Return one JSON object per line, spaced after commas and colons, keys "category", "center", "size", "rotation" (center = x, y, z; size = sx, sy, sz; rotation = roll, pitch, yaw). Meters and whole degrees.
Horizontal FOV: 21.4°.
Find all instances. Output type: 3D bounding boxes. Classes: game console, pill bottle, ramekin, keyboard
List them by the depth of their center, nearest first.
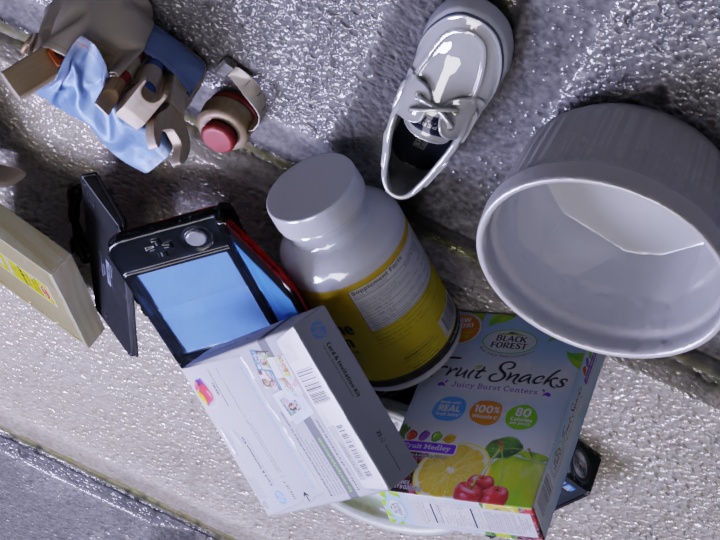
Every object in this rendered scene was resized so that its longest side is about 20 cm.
{"category": "ramekin", "center": [0.198, -0.035, 1.450], "size": [0.200, 0.105, 0.200], "rotation": [16, 143, 13]}
{"category": "pill bottle", "center": [0.000, 0.000, 1.599], "size": [0.112, 0.112, 0.200], "rotation": [-3, 135, 32]}
{"category": "game console", "center": [-0.108, 0.051, 1.649], "size": [0.172, 0.119, 0.200], "rotation": [-15, 136, 12]}
{"category": "keyboard", "center": [-0.236, -0.018, 1.745], "size": [0.127, 0.021, 0.200], "rotation": [51, 154, 29]}

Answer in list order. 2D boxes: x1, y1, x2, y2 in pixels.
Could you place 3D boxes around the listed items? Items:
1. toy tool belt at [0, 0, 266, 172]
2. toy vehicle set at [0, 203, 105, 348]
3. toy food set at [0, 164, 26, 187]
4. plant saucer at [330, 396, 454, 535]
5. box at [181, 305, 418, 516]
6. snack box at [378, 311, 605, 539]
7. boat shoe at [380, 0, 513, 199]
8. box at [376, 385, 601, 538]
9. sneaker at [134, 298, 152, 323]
{"category": "toy tool belt", "center": [-0.185, -0.133, 1.531], "size": [0.200, 0.123, 0.125], "rotation": [36, 142, -15]}
{"category": "toy vehicle set", "center": [-0.307, -0.003, 1.768], "size": [0.124, 0.027, 0.200], "rotation": [35, 164, 13]}
{"category": "toy food set", "center": [-0.390, -0.161, 1.682], "size": [0.143, 0.060, 0.200], "rotation": [13, 142, 34]}
{"category": "plant saucer", "center": [0.026, 0.170, 1.772], "size": [0.200, 0.050, 0.200], "rotation": [16, 143, 13]}
{"category": "box", "center": [-0.055, 0.122, 1.597], "size": [0.200, 0.041, 0.156], "rotation": [-23, 99, 54]}
{"category": "snack box", "center": [0.113, 0.128, 1.619], "size": [0.142, 0.200, 0.053], "rotation": [5, 140, 25]}
{"category": "boat shoe", "center": [0.063, -0.125, 1.448], "size": [0.074, 0.065, 0.200], "rotation": [22, 144, 4]}
{"category": "box", "center": [0.102, 0.163, 1.801], "size": [0.200, 0.044, 0.160], "rotation": [37, 142, -16]}
{"category": "sneaker", "center": [-0.133, 0.054, 1.778], "size": [0.079, 0.074, 0.200], "rotation": [-13, 130, 33]}
